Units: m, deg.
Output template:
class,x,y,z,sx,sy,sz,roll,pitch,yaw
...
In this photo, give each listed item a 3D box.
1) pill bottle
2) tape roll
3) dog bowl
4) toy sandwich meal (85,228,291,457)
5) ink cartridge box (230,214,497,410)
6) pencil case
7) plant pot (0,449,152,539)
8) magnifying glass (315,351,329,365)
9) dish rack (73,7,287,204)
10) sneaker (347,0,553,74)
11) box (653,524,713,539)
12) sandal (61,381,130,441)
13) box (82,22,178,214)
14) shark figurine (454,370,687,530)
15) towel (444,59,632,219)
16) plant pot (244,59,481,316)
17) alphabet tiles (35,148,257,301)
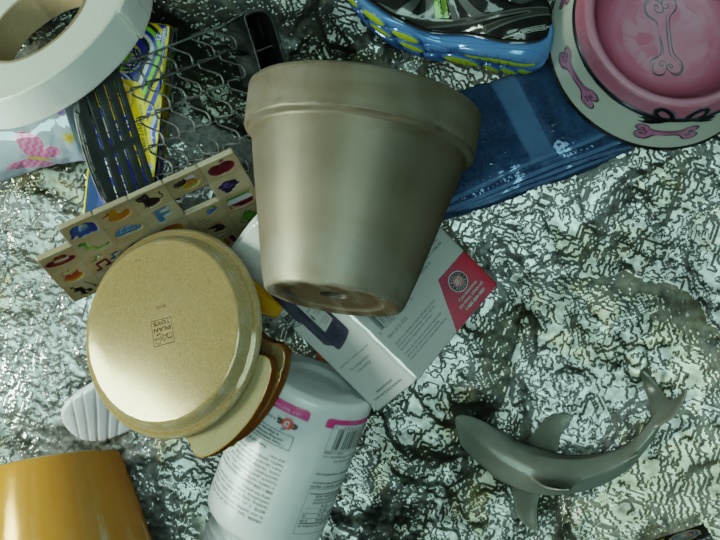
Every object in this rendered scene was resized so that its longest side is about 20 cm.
class,x,y,z,sx,sy,sz,roll,pitch,yaw
pill bottle,-0.074,0.187,1.543,0.113,0.113,0.200,21,105,0
tape roll,-0.277,-0.210,1.487,0.203,0.203,0.037,-33,129,4
dog bowl,0.271,-0.213,1.491,0.200,0.074,0.201,2,77,-7
toy sandwich meal,-0.151,0.061,1.482,0.205,0.070,0.206,-5,80,28
ink cartridge box,0.000,0.000,1.512,0.200,0.084,0.145,45,54,-2
pencil case,-0.346,-0.116,1.543,0.200,0.091,0.083,-16,59,3
plant pot,-0.269,0.264,1.535,0.200,0.200,0.184,-10,80,3
magnifying glass,-0.037,0.049,1.583,0.079,0.022,0.200,-14,95,3
dish rack,-0.153,-0.134,1.499,0.200,0.055,0.154,-26,111,-27
sneaker,0.081,-0.236,1.525,0.199,0.071,0.083,15,80,14
box,0.283,0.361,1.589,0.160,0.044,0.200,-19,95,3
sandal,-0.188,0.090,1.568,0.206,0.059,0.079,-23,120,11
box,-0.212,-0.129,1.547,0.064,0.070,0.201,6,95,0
shark figurine,0.205,0.178,1.555,0.214,0.090,0.128,-13,96,5
towel,0.136,-0.123,1.520,0.200,0.049,0.112,-21,74,-9
plant pot,-0.010,-0.059,1.387,0.200,0.200,0.174,9,78,1
alphabet tiles,-0.185,-0.032,1.512,0.200,0.167,0.008,-24,65,1
